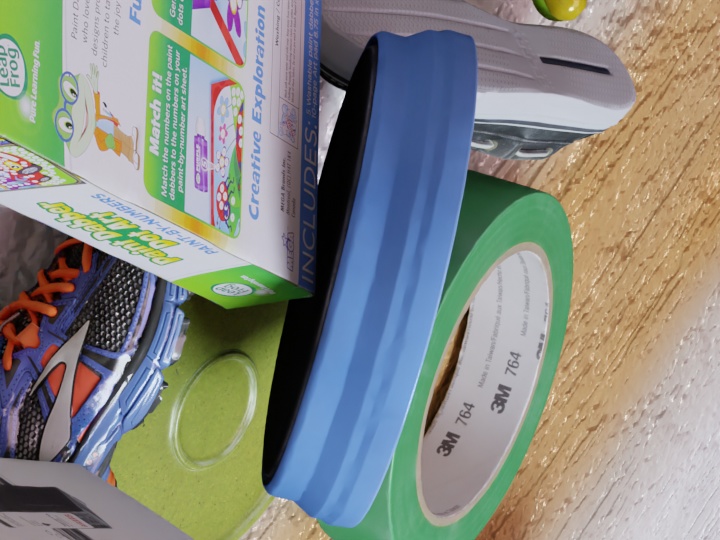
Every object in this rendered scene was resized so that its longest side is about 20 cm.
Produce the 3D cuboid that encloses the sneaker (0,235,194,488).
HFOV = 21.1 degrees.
[{"bbox_3d":[-0.120,0.040,0.732,0.078,0.075,0.200,19,88,-24],"label":"sneaker"}]

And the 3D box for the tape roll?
[{"bbox_3d":[0.044,0.051,0.974,0.200,0.048,0.201,-45,145,-46],"label":"tape roll"}]

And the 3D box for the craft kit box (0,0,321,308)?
[{"bbox_3d":[-0.078,-0.107,0.664,0.197,0.048,0.200,32,54,-59],"label":"craft kit box"}]

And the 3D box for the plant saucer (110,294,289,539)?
[{"bbox_3d":[-0.073,0.057,0.853,0.200,0.031,0.200,-32,133,-41],"label":"plant saucer"}]

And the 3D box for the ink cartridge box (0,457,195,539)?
[{"bbox_3d":[-0.142,0.137,0.613,0.144,0.084,0.200,-60,157,4],"label":"ink cartridge box"}]

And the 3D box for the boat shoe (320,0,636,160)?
[{"bbox_3d":[0.044,-0.081,0.899,0.200,0.072,0.071,10,137,-40],"label":"boat shoe"}]

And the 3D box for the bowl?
[{"bbox_3d":[0.000,0.000,0.766,0.201,0.039,0.201,-166,-90,-83],"label":"bowl"}]

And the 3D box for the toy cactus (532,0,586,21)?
[{"bbox_3d":[0.068,-0.183,0.874,0.165,0.102,0.200,-35,144,-27],"label":"toy cactus"}]
